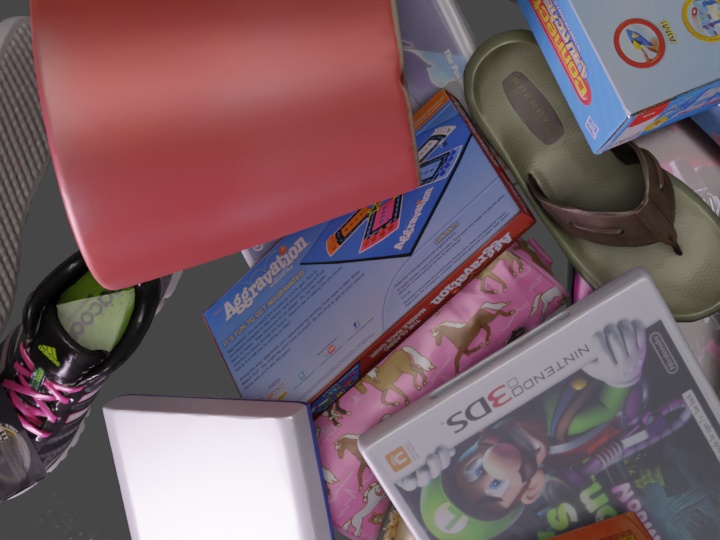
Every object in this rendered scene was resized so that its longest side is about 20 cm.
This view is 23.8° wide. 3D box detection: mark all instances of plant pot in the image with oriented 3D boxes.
[{"bbox_3d":[-0.063,-0.101,0.901,0.176,0.200,0.202,-8,91,2],"label":"plant pot"}]

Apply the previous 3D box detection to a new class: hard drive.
[{"bbox_3d":[-0.071,0.169,0.976,0.131,0.025,0.201,0,109,31],"label":"hard drive"}]

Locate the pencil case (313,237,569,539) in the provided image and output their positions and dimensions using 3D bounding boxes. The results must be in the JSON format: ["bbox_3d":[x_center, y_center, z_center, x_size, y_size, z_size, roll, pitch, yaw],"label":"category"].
[{"bbox_3d":[0.036,0.059,0.985,0.083,0.087,0.200,37,96,-14],"label":"pencil case"}]

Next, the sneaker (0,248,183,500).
[{"bbox_3d":[-0.178,0.051,0.998,0.074,0.087,0.200,38,93,1],"label":"sneaker"}]

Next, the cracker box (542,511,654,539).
[{"bbox_3d":[0.112,0.244,0.927,0.133,0.058,0.201,-17,115,-6],"label":"cracker box"}]

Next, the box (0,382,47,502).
[{"bbox_3d":[-0.289,0.085,0.977,0.200,0.049,0.162,-28,88,35],"label":"box"}]

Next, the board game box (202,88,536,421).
[{"bbox_3d":[0.000,0.000,0.960,0.200,0.019,0.103,-42,53,18],"label":"board game box"}]

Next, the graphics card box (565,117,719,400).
[{"bbox_3d":[0.184,-0.010,1.000,0.125,0.051,0.201,3,92,2],"label":"graphics card box"}]

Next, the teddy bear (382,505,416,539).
[{"bbox_3d":[0.109,0.151,0.991,0.199,0.067,0.145,-28,109,-1],"label":"teddy bear"}]

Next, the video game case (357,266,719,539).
[{"bbox_3d":[0.124,0.127,0.939,0.181,0.023,0.200,-31,107,2],"label":"video game case"}]

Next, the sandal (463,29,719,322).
[{"bbox_3d":[0.131,-0.046,0.943,0.080,0.057,0.201,-44,98,3],"label":"sandal"}]

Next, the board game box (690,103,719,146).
[{"bbox_3d":[0.237,-0.169,0.966,0.151,0.037,0.200,44,71,0],"label":"board game box"}]

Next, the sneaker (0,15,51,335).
[{"bbox_3d":[-0.250,-0.058,1.009,0.114,0.073,0.201,4,72,29],"label":"sneaker"}]

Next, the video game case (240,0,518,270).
[{"bbox_3d":[-0.021,-0.107,0.990,0.182,0.023,0.201,-25,97,16],"label":"video game case"}]

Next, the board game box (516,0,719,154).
[{"bbox_3d":[0.171,-0.189,0.908,0.195,0.056,0.201,-21,79,-16],"label":"board game box"}]

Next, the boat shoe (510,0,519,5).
[{"bbox_3d":[0.099,-0.187,0.988,0.199,0.070,0.071,28,98,2],"label":"boat shoe"}]
